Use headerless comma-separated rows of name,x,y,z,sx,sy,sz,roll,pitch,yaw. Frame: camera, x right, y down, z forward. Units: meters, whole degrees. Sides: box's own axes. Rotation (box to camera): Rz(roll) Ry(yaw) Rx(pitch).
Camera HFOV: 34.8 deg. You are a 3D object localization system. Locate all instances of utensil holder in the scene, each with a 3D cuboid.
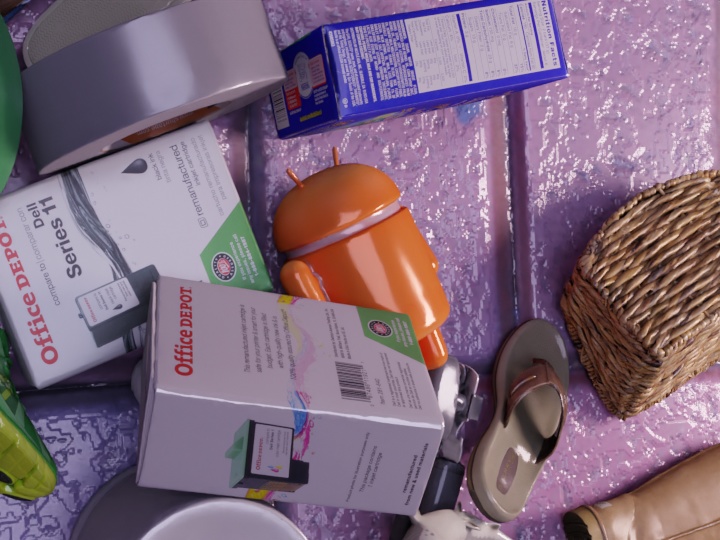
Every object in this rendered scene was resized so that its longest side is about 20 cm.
utensil holder,-0.123,0.231,0.845,0.168,0.200,0.173,1,86,-19

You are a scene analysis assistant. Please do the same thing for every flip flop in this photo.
flip flop,0.147,0.125,0.992,0.081,0.057,0.201,40,48,-14

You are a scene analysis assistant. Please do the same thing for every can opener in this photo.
can opener,0.052,0.171,0.981,0.066,0.053,0.203,22,80,-37

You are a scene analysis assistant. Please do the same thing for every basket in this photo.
basket,0.283,0.017,1.068,0.199,0.150,0.143,-31,64,-18

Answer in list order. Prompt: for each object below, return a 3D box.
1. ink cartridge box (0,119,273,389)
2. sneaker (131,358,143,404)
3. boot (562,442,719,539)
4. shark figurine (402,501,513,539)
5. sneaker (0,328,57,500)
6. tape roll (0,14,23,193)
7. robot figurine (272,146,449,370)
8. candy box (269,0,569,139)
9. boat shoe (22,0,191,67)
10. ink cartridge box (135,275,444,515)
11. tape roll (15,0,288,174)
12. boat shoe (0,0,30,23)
ink cartridge box,-0.189,-0.012,0.893,0.198,0.083,0.148,-24,95,-18
sneaker,-0.083,0.106,0.916,0.198,0.099,0.079,17,83,-18
boot,0.299,0.268,1.062,0.198,0.066,0.178,-15,93,-20
shark figurine,0.071,0.238,0.939,0.214,0.128,0.090,17,111,-54
sneaker,-0.279,0.087,0.858,0.202,0.073,0.084,64,29,-24
tape roll,-0.325,-0.119,0.802,0.048,0.198,0.203,-9,91,-62
robot figurine,0.001,-0.001,0.944,0.143,0.117,0.202,-26,97,-12
candy box,0.040,-0.165,0.935,0.198,0.169,0.078,-12,95,-20
boat shoe,-0.173,-0.205,0.915,0.199,0.068,0.072,-32,77,-1
ink cartridge box,-0.056,0.087,0.811,0.197,0.145,0.085,9,117,-14
tape roll,-0.155,-0.136,0.848,0.198,0.200,0.067,-23,94,-18
boat shoe,-0.270,-0.238,0.879,0.199,0.072,0.073,-35,99,-16
